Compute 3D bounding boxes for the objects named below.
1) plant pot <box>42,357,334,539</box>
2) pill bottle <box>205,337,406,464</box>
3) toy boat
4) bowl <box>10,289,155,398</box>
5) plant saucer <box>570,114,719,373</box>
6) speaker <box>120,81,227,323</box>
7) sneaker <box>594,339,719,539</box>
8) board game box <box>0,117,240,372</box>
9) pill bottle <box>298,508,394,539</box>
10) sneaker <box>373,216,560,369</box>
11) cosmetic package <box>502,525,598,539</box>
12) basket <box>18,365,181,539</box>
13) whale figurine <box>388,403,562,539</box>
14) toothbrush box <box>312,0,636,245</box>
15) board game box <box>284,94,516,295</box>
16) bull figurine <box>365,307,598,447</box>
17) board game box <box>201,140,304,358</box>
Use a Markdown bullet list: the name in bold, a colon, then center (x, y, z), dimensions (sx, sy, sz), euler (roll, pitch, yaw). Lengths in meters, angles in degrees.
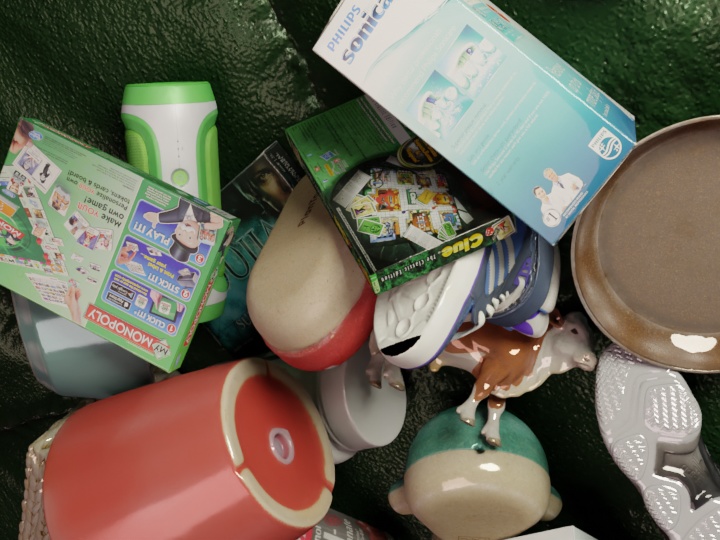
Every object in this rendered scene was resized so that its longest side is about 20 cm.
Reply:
- **plant pot**: center (-0.129, 0.172, 0.843), dimensions (0.176, 0.201, 0.202), euler (-28, 104, 25)
- **pill bottle**: center (-0.062, 0.129, 0.960), dimensions (0.198, 0.114, 0.115), euler (-15, 111, 36)
- **toy boat**: center (0.000, 0.000, 0.798), dimensions (0.130, 0.201, 0.131), euler (-25, 119, 38)
- **bowl**: center (-0.259, 0.036, 0.945), dimensions (0.103, 0.201, 0.204), euler (-15, 120, -12)
- **plant saucer**: center (0.247, -0.019, 0.717), dimensions (0.197, 0.032, 0.203), euler (4, 121, 7)
- **speaker**: center (-0.160, -0.059, 0.885), dimensions (0.087, 0.088, 0.204), euler (4, 103, 27)
- **sneaker**: center (0.244, 0.148, 0.808), dimensions (0.075, 0.114, 0.202), euler (-27, 82, 12)
- **board game box**: center (-0.213, -0.022, 0.837), dimensions (0.198, 0.029, 0.136), euler (26, 100, 7)
- **pill bottle**: center (-0.067, 0.283, 1.016), dimensions (0.198, 0.112, 0.111), euler (27, 134, -22)
- **sneaker**: center (0.095, 0.020, 0.741), dimensions (0.080, 0.202, 0.146), euler (-21, 126, 39)
- **cosmetic package**: center (0.155, 0.296, 0.940), dimensions (0.198, 0.052, 0.150), euler (-24, 139, 37)
- **basket**: center (-0.237, 0.232, 1.069), dimensions (0.159, 0.200, 0.200), euler (30, 129, 11)
- **whale figurine**: center (0.104, 0.194, 0.931), dimensions (0.156, 0.105, 0.201), euler (0, 145, 5)
- **toothbrush box**: center (0.083, -0.124, 0.687), dimensions (0.199, 0.146, 0.086), euler (38, 110, 3)
- **board game box**: center (0.021, -0.067, 0.723), dimensions (0.104, 0.201, 0.024), euler (-25, 130, -4)
- **bull figurine**: center (0.095, 0.065, 0.844), dimensions (0.198, 0.123, 0.065), euler (22, 165, 25)
- **board game box**: center (-0.099, -0.012, 0.947), dimensions (0.136, 0.028, 0.199), euler (50, 129, -7)
